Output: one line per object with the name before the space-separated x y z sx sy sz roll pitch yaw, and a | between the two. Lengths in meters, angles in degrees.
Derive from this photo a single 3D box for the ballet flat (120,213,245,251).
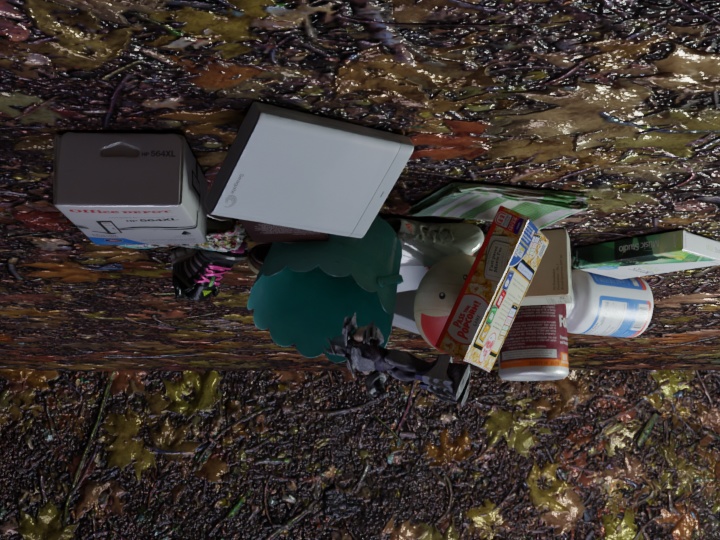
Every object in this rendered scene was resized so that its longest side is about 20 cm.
ballet flat | -0.243 -0.067 1.577 0.198 0.076 0.064 1 139 -30

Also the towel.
towel | 0.183 -0.083 1.570 0.197 0.024 0.152 4 169 -20

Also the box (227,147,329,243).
box | -0.094 -0.088 1.415 0.099 0.076 0.200 -1 167 3

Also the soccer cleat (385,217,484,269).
soccer cleat | 0.080 -0.043 1.673 0.197 0.070 0.078 -10 129 -6

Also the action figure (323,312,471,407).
action figure | 0.042 0.120 1.516 0.198 0.070 0.131 15 153 17

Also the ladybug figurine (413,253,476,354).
ladybug figurine | 0.148 0.060 1.686 0.135 0.072 0.200 -40 141 -4

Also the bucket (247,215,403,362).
bucket | -0.040 0.013 1.586 0.204 0.136 0.208 11 142 8

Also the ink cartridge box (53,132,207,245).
ink cartridge box | -0.261 -0.090 1.364 0.144 0.086 0.200 0 170 1

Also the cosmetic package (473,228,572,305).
cosmetic package | 0.218 -0.001 1.787 0.197 0.105 0.073 -4 168 13

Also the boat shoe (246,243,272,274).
boat shoe | -0.074 -0.022 1.810 0.197 0.073 0.072 9 138 -6

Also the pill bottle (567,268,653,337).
pill bottle | 0.402 0.056 2.057 0.198 0.114 0.112 7 167 -28

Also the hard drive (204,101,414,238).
hard drive | -0.053 -0.103 1.263 0.198 0.027 0.133 8 126 -35

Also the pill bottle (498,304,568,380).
pill bottle | 0.277 0.073 1.905 0.112 0.203 0.114 0 170 0

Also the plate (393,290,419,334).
plate | 0.072 0.050 1.869 0.198 0.033 0.199 18 -160 16

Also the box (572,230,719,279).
box | 0.454 -0.023 1.852 0.143 0.037 0.199 10 164 -44

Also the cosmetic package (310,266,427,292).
cosmetic package | 0.000 0.000 1.741 0.197 0.051 0.083 -9 -147 -1

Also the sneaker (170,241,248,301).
sneaker | -0.235 0.002 1.830 0.073 0.089 0.199 8 166 -37

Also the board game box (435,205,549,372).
board game box | 0.179 0.029 1.568 0.046 0.202 0.151 24 178 22
